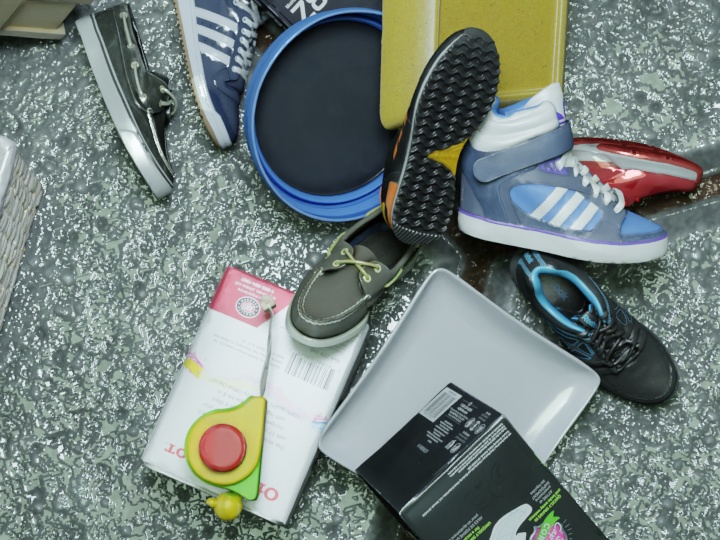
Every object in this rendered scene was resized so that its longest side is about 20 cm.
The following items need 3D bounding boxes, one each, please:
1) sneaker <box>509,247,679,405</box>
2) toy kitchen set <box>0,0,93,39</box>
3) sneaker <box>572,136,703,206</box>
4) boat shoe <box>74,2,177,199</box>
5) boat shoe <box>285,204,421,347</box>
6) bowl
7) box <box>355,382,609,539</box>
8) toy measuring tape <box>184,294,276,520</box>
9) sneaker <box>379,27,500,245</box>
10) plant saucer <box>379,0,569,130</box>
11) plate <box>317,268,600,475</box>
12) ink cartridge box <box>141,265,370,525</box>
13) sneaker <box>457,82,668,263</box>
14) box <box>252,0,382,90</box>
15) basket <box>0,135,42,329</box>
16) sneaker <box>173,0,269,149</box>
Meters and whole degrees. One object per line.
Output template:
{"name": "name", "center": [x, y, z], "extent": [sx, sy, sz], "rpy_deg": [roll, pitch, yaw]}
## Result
{"name": "sneaker", "center": [0.215, 0.058, 1.536], "extent": [0.200, 0.082, 0.073], "rpy_deg": [41, 97, -8]}
{"name": "toy kitchen set", "center": [-0.395, -0.300, 1.606], "extent": [0.200, 0.163, 0.181], "rpy_deg": [-1, 68, -38]}
{"name": "sneaker", "center": [0.221, -0.066, 1.594], "extent": [0.200, 0.078, 0.116], "rpy_deg": [8, 103, -4]}
{"name": "boat shoe", "center": [-0.213, -0.167, 1.611], "extent": [0.064, 0.071, 0.200], "rpy_deg": [-23, 78, -2]}
{"name": "boat shoe", "center": [-0.003, -0.002, 1.523], "extent": [0.072, 0.060, 0.202], "rpy_deg": [31, 41, 13]}
{"name": "bowl", "center": [-0.017, -0.147, 1.554], "extent": [0.200, 0.039, 0.201], "rpy_deg": [-10, 112, -24]}
{"name": "box", "center": [0.117, 0.221, 1.459], "extent": [0.124, 0.149, 0.200], "rpy_deg": [-42, 105, -6]}
{"name": "toy measuring tape", "center": [-0.116, 0.119, 1.470], "extent": [0.073, 0.074, 0.200], "rpy_deg": [5, 81, 2]}
{"name": "sneaker", "center": [0.059, -0.128, 1.494], "extent": [0.070, 0.090, 0.200], "rpy_deg": [10, 108, -24]}
{"name": "plant saucer", "center": [0.118, -0.230, 1.544], "extent": [0.200, 0.048, 0.200], "rpy_deg": [-8, 110, -25]}
{"name": "plate", "center": [0.089, 0.126, 1.530], "extent": [0.200, 0.032, 0.200], "rpy_deg": [34, 92, -17]}
{"name": "ink cartridge box", "center": [-0.095, 0.117, 1.547], "extent": [0.147, 0.086, 0.200], "rpy_deg": [24, 82, 5]}
{"name": "sneaker", "center": [0.190, -0.092, 1.507], "extent": [0.200, 0.081, 0.147], "rpy_deg": [9, 106, 1]}
{"name": "box", "center": [0.000, -0.296, 1.588], "extent": [0.161, 0.049, 0.200], "rpy_deg": [44, 85, -11]}
{"name": "basket", "center": [-0.422, -0.035, 1.546], "extent": [0.200, 0.161, 0.199], "rpy_deg": [14, 80, 3]}
{"name": "sneaker", "center": [-0.117, -0.222, 1.619], "extent": [0.108, 0.070, 0.200], "rpy_deg": [-13, 76, 1]}
